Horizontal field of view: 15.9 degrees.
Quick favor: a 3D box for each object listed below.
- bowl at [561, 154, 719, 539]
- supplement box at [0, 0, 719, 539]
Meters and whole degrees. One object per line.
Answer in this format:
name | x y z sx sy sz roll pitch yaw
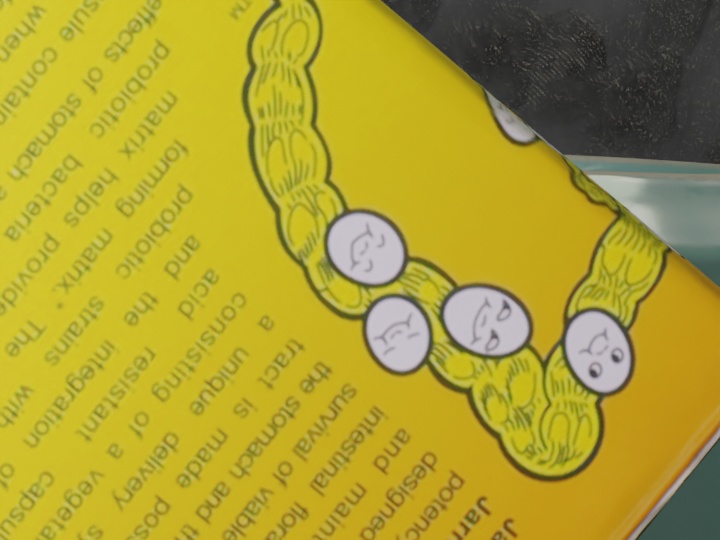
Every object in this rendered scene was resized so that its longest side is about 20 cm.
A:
bowl | 0.041 0.026 0.606 0.199 0.106 0.201 2 4 0
supplement box | -0.049 -0.014 0.419 0.200 0.110 0.109 40 0 -7
